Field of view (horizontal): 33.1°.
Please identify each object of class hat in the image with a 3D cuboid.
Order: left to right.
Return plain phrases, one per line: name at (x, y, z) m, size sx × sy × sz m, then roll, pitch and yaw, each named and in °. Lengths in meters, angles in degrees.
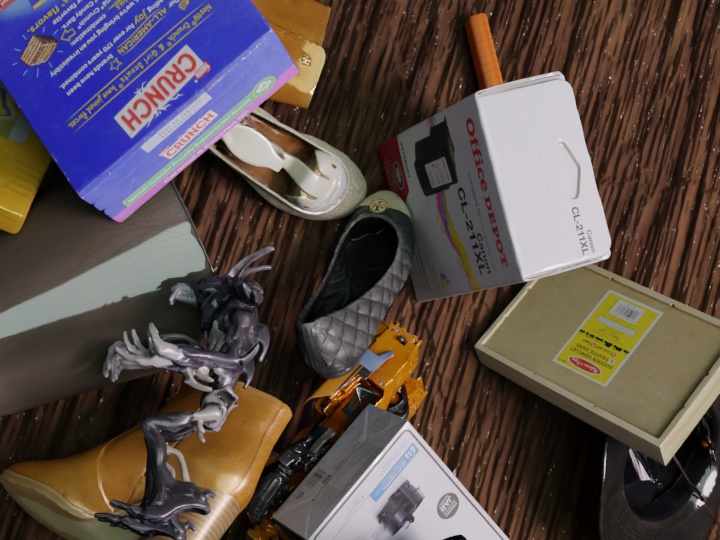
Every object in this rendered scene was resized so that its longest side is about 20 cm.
hat at (0.251, 0.157, 1.068) m, size 0.199 × 0.081 × 0.203 m, roll -9°, pitch 105°, yaw -35°

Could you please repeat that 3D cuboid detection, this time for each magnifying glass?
magnifying glass at (0.125, -0.130, 1.069) m, size 0.022 × 0.080 × 0.202 m, roll -10°, pitch 78°, yaw -18°

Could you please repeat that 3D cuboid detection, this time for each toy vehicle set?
toy vehicle set at (0.207, 0.065, 1.017) m, size 0.124 × 0.199 × 0.027 m, roll -46°, pitch 136°, yaw -17°

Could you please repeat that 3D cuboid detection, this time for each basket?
basket at (-0.218, 0.019, 0.890) m, size 0.198 × 0.136 × 0.182 m, roll -24°, pitch 84°, yaw -17°

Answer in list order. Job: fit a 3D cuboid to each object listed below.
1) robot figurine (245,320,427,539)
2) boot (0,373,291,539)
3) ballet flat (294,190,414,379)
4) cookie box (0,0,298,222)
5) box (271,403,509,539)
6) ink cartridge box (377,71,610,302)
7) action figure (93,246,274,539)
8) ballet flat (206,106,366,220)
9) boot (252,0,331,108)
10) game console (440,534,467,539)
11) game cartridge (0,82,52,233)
robot figurine at (-0.025, 0.138, 0.957) m, size 0.058 × 0.146 × 0.200 m, roll 35°, pitch 68°, yaw 25°
boot at (-0.156, 0.134, 0.896) m, size 0.145 × 0.199 × 0.071 m, roll -59°, pitch 144°, yaw -33°
ballet flat at (0.000, 0.000, 0.960) m, size 0.201 × 0.066 × 0.057 m, roll -69°, pitch 151°, yaw -44°
cookie box at (-0.168, -0.167, 0.835) m, size 0.171 × 0.075 × 0.201 m, roll -38°, pitch 72°, yaw 4°
box at (0.042, 0.211, 0.903) m, size 0.117 × 0.060 × 0.201 m, roll -46°, pitch 115°, yaw -17°
ink cartridge box at (0.101, -0.061, 0.977) m, size 0.082 × 0.200 × 0.148 m, roll -14°, pitch 89°, yaw -21°
action figure at (-0.119, 0.069, 0.800) m, size 0.101 × 0.119 × 0.202 m, roll 19°, pitch 67°, yaw -9°
ballet flat at (-0.064, -0.083, 0.962) m, size 0.199 × 0.062 × 0.068 m, roll 27°, pitch 101°, yaw -36°
boot at (-0.108, -0.160, 0.976) m, size 0.143 × 0.071 × 0.203 m, roll 25°, pitch 70°, yaw -10°
game console at (-0.004, 0.264, 0.798) m, size 0.198 × 0.119 × 0.172 m, roll -20°, pitch 116°, yaw 4°
game cartridge at (-0.295, -0.139, 0.878) m, size 0.175 × 0.032 × 0.201 m, roll 25°, pitch 45°, yaw -16°
